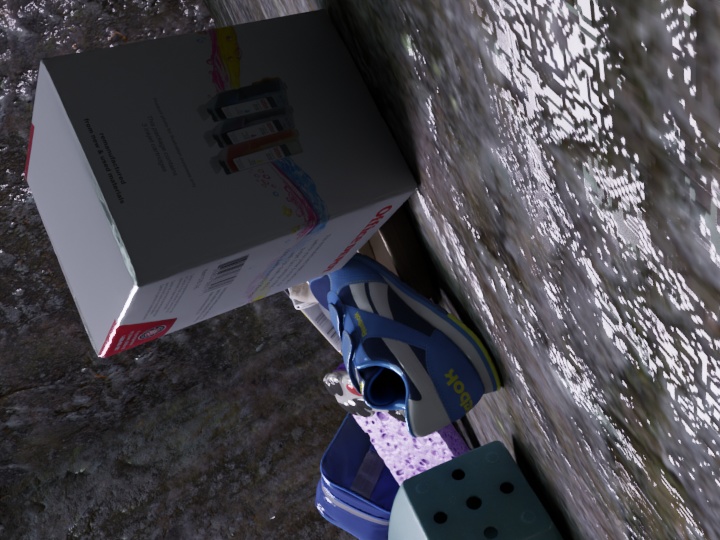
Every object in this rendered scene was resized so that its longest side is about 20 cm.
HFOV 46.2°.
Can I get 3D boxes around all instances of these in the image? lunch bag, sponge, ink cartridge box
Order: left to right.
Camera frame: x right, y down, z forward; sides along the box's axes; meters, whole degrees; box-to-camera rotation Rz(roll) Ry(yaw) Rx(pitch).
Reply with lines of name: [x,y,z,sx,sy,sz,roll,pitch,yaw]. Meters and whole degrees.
ink cartridge box: [-0.095,-0.059,0.558,0.146,0.198,0.145,64,148,11]
ink cartridge box: [-0.015,0.089,1.101,0.197,0.047,0.200,41,172,47]
lunch bag: [0.035,0.242,1.113,0.135,0.201,0.133,24,143,10]
sponge: [0.070,0.206,0.969,0.111,0.030,0.201,-34,90,46]

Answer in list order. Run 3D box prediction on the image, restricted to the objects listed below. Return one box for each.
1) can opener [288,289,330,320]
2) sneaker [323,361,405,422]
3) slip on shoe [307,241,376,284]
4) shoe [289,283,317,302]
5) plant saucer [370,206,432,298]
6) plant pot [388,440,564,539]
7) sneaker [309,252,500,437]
can opener: [-0.064,0.006,1.007,0.067,0.052,0.200,64,177,-27]
sneaker: [0.034,0.098,0.855,0.081,0.084,0.199,48,154,-20]
slip on shoe: [-0.038,-0.056,0.738,0.201,0.075,0.061,57,-142,-17]
shoe: [-0.050,-0.067,0.839,0.070,0.053,0.203,92,174,-84]
plant saucer: [0.012,-0.048,0.723,0.200,0.029,0.202,90,154,-81]
plant pot: [0.102,0.249,0.688,0.142,0.140,0.202,-121,13,-49]
sneaker: [0.012,0.051,0.639,0.199,0.082,0.074,33,161,45]
